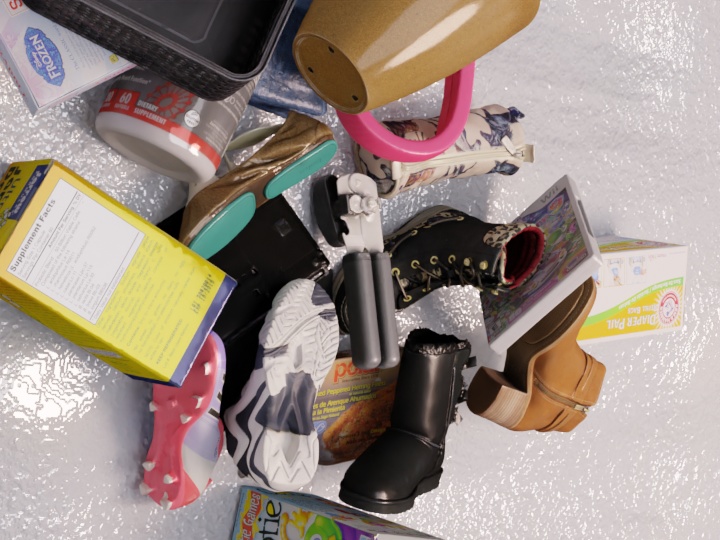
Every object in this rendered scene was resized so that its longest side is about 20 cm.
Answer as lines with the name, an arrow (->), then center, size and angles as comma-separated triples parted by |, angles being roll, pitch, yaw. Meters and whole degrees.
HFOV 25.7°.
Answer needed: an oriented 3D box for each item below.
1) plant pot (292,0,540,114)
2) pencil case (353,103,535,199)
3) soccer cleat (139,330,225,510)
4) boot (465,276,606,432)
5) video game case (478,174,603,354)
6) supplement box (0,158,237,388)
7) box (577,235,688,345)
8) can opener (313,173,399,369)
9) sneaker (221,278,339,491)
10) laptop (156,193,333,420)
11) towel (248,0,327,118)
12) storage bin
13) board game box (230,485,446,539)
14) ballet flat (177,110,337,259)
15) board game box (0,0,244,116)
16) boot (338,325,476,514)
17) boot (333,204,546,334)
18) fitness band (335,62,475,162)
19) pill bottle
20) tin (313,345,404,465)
plant pot -> 0.037, -0.241, 1.470 | 0.200, 0.186, 0.186 | -45, 123, -26
pencil case -> 0.085, -0.125, 1.635 | 0.200, 0.089, 0.078 | -13, 105, -38
soccer cleat -> -0.154, 0.133, 1.456 | 0.076, 0.067, 0.200 | -24, 136, -51
boot -> 0.218, 0.092, 1.664 | 0.155, 0.077, 0.200 | 17, 110, -42
video game case -> 0.180, -0.010, 1.636 | 0.018, 0.200, 0.143 | 40, 109, -19
supplement box -> -0.227, 0.003, 1.348 | 0.200, 0.109, 0.109 | 36, 73, -27
box -> 0.270, 0.020, 1.802 | 0.200, 0.112, 0.101 | -5, 101, -41
can opener -> 0.000, 0.000, 1.565 | 0.053, 0.066, 0.200 | -1, 78, -42
sneaker -> -0.085, 0.112, 1.502 | 0.079, 0.130, 0.199 | 7, 78, -29
laptop -> -0.124, 0.030, 1.530 | 0.177, 0.103, 0.200 | -37, 93, -32
towel -> -0.066, -0.251, 1.512 | 0.112, 0.049, 0.200 | 14, 87, -40
storage bin -> -0.156, -0.239, 1.255 | 0.200, 0.094, 0.135 | 27, 77, -16
board game box -> -0.027, 0.284, 1.525 | 0.105, 0.200, 0.103 | 15, 87, -42
ballet flat -> -0.112, -0.085, 1.473 | 0.200, 0.072, 0.068 | -41, 161, -20
board game box -> -0.230, -0.260, 1.303 | 0.199, 0.041, 0.200 | -29, 95, -19
boot -> 0.049, 0.147, 1.576 | 0.198, 0.073, 0.163 | -11, 115, -65
boot -> 0.077, 0.002, 1.603 | 0.204, 0.154, 0.074 | -38, 119, -30
fitness band -> 0.044, -0.196, 1.568 | 0.144, 0.037, 0.200 | 22, 58, -22
pill bottle -> -0.146, -0.189, 1.408 | 0.116, 0.116, 0.200 | 34, 74, -39
tin -> -0.002, 0.135, 1.627 | 0.200, 0.042, 0.112 | -5, 107, -43
